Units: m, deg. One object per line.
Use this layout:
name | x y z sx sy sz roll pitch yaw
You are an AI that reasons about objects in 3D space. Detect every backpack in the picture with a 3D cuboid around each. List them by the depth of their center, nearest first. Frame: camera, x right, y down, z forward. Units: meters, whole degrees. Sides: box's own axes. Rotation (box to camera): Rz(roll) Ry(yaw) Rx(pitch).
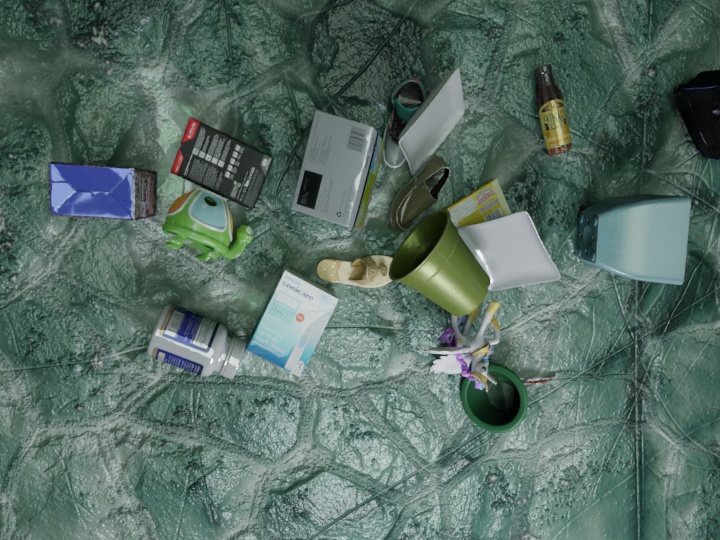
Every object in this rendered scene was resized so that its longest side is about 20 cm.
backpack | 0.889 -0.382 1.319 0.144 0.183 0.203 -32 107 -2

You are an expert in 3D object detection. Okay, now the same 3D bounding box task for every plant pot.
plant pot | 0.196 0.000 1.258 0.189 0.200 0.202 39 91 -17
plant pot | 0.642 -0.082 1.324 0.192 0.197 0.204 1 99 -1

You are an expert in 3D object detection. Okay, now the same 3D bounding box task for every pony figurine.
pony figurine | 0.245 0.179 1.307 0.166 0.187 0.206 41 56 -52

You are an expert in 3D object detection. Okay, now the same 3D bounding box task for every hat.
hat | 0.376 0.320 1.423 0.195 0.175 0.171 21 99 26

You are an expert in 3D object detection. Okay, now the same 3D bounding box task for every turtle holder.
turtle holder | -0.328 -0.096 1.182 0.179 0.141 0.136 17 79 -2

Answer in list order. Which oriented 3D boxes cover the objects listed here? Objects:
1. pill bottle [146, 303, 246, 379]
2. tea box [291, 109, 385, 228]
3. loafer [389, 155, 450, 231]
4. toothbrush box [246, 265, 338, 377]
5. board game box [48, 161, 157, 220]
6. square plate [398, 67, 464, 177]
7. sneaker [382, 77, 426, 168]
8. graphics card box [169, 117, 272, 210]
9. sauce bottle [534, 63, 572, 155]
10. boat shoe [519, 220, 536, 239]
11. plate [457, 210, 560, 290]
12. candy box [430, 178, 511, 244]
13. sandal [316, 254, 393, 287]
pill bottle | -0.362 0.166 1.224 0.195 0.120 0.123 23 94 -12
tea box | -0.042 -0.207 1.170 0.129 0.197 0.207 17 97 7
loafer | 0.140 -0.178 1.273 0.074 0.069 0.203 33 92 -32
toothbrush box | -0.157 0.116 1.269 0.143 0.085 0.205 28 92 -12
board game box | -0.512 -0.160 1.108 0.153 0.200 0.101 3 98 -10
square plate | 0.157 -0.326 1.215 0.028 0.200 0.200 38 90 18
sneaker | 0.097 -0.335 1.218 0.081 0.121 0.207 14 95 2
graphics card box | -0.304 -0.233 1.209 0.195 0.051 0.129 23 94 -11
sauce bottle | 0.456 -0.383 1.307 0.064 0.066 0.206 -19 100 -6
boat shoe | 0.395 -0.056 1.342 0.074 0.086 0.204 -40 128 -9
plate | 0.346 -0.047 1.283 0.202 0.196 0.033 54 49 -22
candy box | 0.267 -0.128 1.332 0.196 0.026 0.104 -30 101 -3
sandal | 0.000 0.006 1.285 0.204 0.070 0.081 1 99 -10
